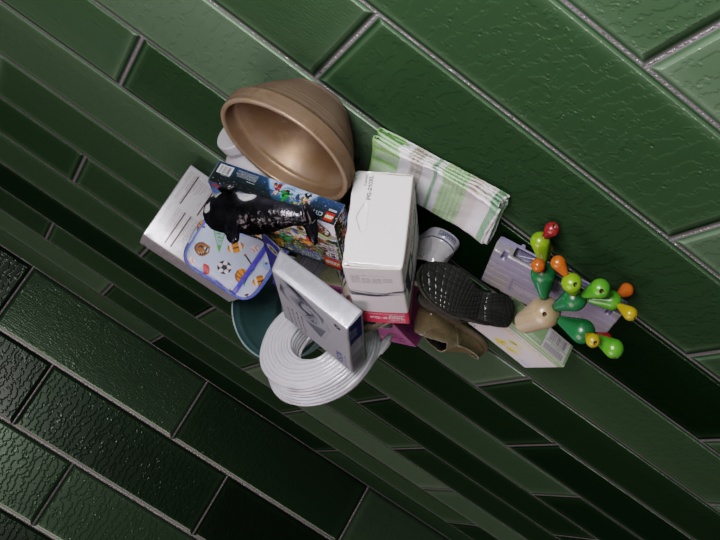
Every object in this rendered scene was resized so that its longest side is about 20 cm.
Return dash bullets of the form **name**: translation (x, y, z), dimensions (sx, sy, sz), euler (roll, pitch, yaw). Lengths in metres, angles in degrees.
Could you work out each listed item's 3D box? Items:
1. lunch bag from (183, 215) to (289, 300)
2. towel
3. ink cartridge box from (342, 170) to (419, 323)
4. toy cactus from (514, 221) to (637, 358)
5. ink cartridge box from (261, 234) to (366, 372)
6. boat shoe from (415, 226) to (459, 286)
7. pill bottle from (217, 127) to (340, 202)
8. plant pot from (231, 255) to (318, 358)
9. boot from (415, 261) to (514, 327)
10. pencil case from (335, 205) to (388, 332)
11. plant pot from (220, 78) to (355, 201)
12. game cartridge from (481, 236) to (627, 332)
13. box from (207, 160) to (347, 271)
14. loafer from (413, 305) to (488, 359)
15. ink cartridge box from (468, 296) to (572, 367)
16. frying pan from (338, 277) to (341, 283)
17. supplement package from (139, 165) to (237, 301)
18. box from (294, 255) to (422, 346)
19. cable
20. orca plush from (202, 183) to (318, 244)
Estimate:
- **lunch bag**: translation (-0.187, -0.060, 1.791), dimensions (0.160, 0.200, 0.076), euler (35, -165, -7)
- **towel**: translation (0.100, -0.110, 1.477), dimensions (0.200, 0.031, 0.149), euler (28, 160, 7)
- **ink cartridge box**: translation (0.032, -0.029, 1.508), dimensions (0.084, 0.145, 0.200), euler (4, 157, 8)
- **toy cactus**: translation (0.276, 0.037, 1.458), dimensions (0.200, 0.102, 0.165), euler (48, 140, -7)
- **ink cartridge box**: translation (-0.079, 0.050, 1.605), dimensions (0.200, 0.041, 0.200), euler (38, 163, 17)
- **boat shoe**: translation (0.090, -0.011, 1.677), dimensions (0.074, 0.065, 0.200), euler (31, 160, -2)
- **pill bottle**: translation (-0.125, -0.144, 1.601), dimensions (0.111, 0.111, 0.200), euler (10, 151, 45)
- **plant pot**: translation (-0.127, 0.072, 2.051), dimensions (0.200, 0.201, 0.134), euler (23, -174, 21)
- **boot**: translation (0.127, 0.044, 1.635), dimensions (0.200, 0.068, 0.131), euler (26, 163, -36)
- **pencil case**: translation (0.000, 0.000, 1.656), dimensions (0.078, 0.200, 0.089), euler (-13, 152, -10)
- **plant pot**: translation (-0.081, -0.191, 1.442), dimensions (0.201, 0.093, 0.201), euler (28, 158, 12)
- **game cartridge**: translation (0.276, 0.028, 1.553), dimensions (0.200, 0.038, 0.130), euler (28, 165, 8)
- **box**: translation (-0.110, -0.076, 1.534), dimensions (0.200, 0.038, 0.137), euler (20, 156, 17)
- **loafer**: translation (0.148, 0.106, 1.828), dimensions (0.200, 0.067, 0.076), euler (38, -179, -45)
- **ink cartridge box**: translation (0.234, 0.105, 1.780), dimensions (0.145, 0.048, 0.200), euler (38, 157, -21)
- **frying pan**: translation (-0.014, -0.022, 1.741), dimensions (0.190, 0.115, 0.031), euler (16, 173, 38)
- **supplement package**: translation (-0.267, -0.062, 1.919), dimensions (0.200, 0.151, 0.152), euler (34, 169, -9)
- **box**: translation (0.003, 0.033, 1.866), dimensions (0.200, 0.097, 0.176), euler (10, 152, 46)
- **cable**: translation (-0.068, 0.127, 1.754), dimensions (0.200, 0.200, 0.069), euler (13, 148, 35)
- **orca plush**: translation (-0.149, -0.057, 1.476), dimensions (0.200, 0.071, 0.105), euler (15, 154, 26)
